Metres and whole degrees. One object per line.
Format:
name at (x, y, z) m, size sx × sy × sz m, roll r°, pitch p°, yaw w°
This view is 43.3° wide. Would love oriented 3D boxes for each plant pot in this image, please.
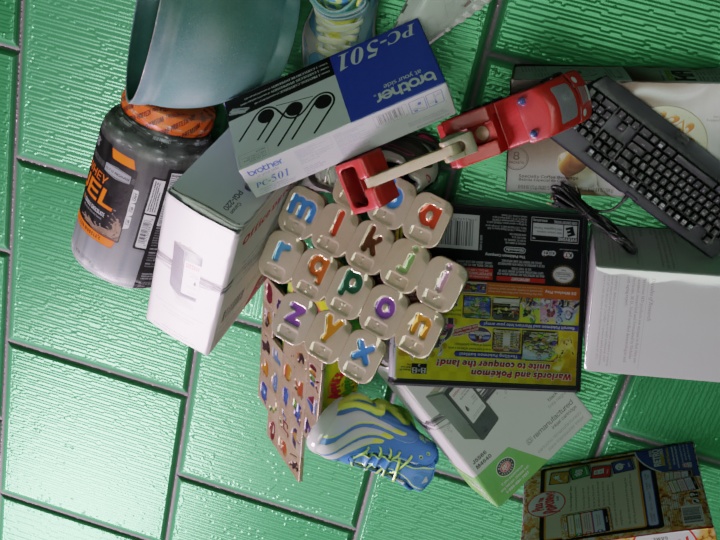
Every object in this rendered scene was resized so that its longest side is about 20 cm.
plant pot at (-0.136, -0.243, 0.860) m, size 0.133 × 0.201 × 0.201 m, roll 10°, pitch 118°, yaw -21°

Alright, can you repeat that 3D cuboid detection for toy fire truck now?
toy fire truck at (0.090, -0.113, 0.804) m, size 0.199 × 0.141 × 0.049 m, roll -15°, pitch 101°, yaw 43°

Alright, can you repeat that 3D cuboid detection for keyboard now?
keyboard at (0.256, -0.076, 0.840) m, size 0.199 × 0.021 × 0.127 m, roll 35°, pitch 118°, yaw -6°

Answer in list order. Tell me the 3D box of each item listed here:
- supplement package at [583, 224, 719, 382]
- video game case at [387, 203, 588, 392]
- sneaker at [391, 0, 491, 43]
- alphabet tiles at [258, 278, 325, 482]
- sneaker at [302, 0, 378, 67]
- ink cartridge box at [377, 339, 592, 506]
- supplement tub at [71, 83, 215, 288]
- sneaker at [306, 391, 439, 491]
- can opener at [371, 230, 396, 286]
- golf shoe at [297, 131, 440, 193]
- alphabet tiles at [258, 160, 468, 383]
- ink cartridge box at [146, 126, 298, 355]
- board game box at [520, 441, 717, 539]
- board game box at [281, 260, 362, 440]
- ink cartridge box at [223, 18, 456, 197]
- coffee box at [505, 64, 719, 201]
supplement package at (0.327, 0.032, 0.906) m, size 0.198 × 0.117 × 0.118 m, roll 4°, pitch 114°, yaw 11°
video game case at (0.129, 0.027, 0.915) m, size 0.198 × 0.025 × 0.182 m, roll 4°, pitch 88°, yaw -10°
sneaker at (0.095, -0.269, 0.853) m, size 0.080 × 0.077 × 0.200 m, roll 29°, pitch 118°, yaw -12°
alphabet tiles at (-0.081, 0.129, 1.025) m, size 0.007 × 0.167 × 0.202 m, roll -8°, pitch 118°, yaw -26°
sneaker at (-0.024, -0.236, 0.857) m, size 0.079 × 0.131 × 0.201 m, roll 13°, pitch 116°, yaw 5°
ink cartridge box at (0.127, 0.124, 0.976) m, size 0.145 × 0.084 × 0.200 m, roll -41°, pitch 102°, yaw -9°
supplement tub at (-0.228, -0.092, 0.968) m, size 0.122 × 0.123 × 0.201 m, roll 24°, pitch 115°, yaw 1°
sneaker at (0.028, 0.187, 0.977) m, size 0.105 × 0.200 × 0.076 m, roll 34°, pitch 102°, yaw 28°
can opener at (0.028, 0.003, 0.979) m, size 0.078 × 0.063 × 0.201 m, roll 31°, pitch 124°, yaw -2°
golf shoe at (-0.017, -0.112, 0.935) m, size 0.198 × 0.088 × 0.078 m, roll 1°, pitch 115°, yaw 13°
alphabet tiles at (0.000, 0.000, 0.888) m, size 0.199 × 0.015 × 0.197 m, roll 27°, pitch 99°, yaw 16°
ink cartridge box at (-0.139, -0.034, 0.927) m, size 0.084 × 0.146 × 0.201 m, roll 30°, pitch 137°, yaw 4°
board game box at (0.279, 0.264, 0.999) m, size 0.198 × 0.152 × 0.047 m, roll -13°, pitch 110°, yaw 18°
board game box at (-0.044, 0.088, 1.009) m, size 0.047 × 0.102 × 0.201 m, roll -10°, pitch 124°, yaw -29°
ink cartridge box at (-0.021, -0.149, 0.831) m, size 0.199 × 0.094 × 0.044 m, roll -22°, pitch 143°, yaw 6°
coffee box at (0.242, -0.135, 0.871) m, size 0.198 × 0.080 × 0.115 m, roll 4°, pitch 114°, yaw 10°
